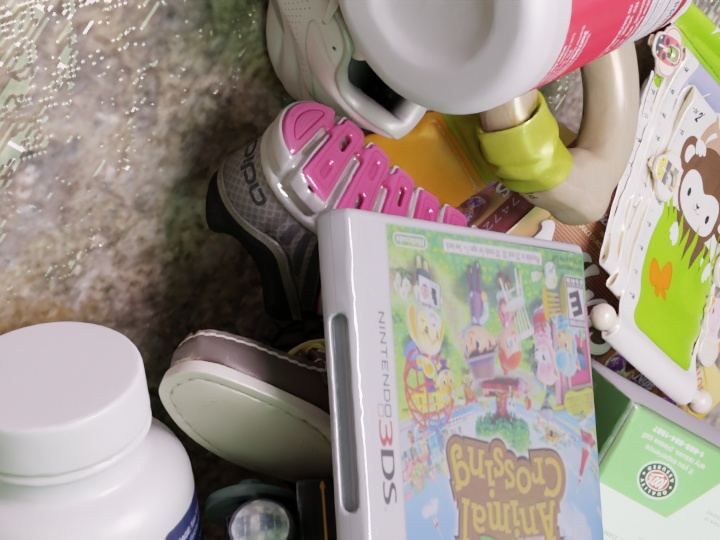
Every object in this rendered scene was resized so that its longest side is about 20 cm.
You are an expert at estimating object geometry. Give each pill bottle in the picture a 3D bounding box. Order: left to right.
[{"bbox_3d":[-0.134,0.132,1.412,0.119,0.120,0.201,-22,125,-24],"label":"pill bottle"},{"bbox_3d":[0.088,-0.148,1.338,0.200,0.112,0.113,-28,131,-48],"label":"pill bottle"}]

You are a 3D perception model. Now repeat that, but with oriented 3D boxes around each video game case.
[{"bbox_3d":[0.051,0.070,1.385,0.200,0.022,0.183,8,76,-54],"label":"video game case"}]

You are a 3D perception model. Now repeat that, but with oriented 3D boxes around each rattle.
[{"bbox_3d":[0.073,-0.120,1.485,0.130,0.143,0.201,20,66,-34],"label":"rattle"}]

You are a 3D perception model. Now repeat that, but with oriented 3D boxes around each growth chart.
[{"bbox_3d":[0.170,-0.035,1.553,0.144,0.018,0.201,25,75,-52],"label":"growth chart"}]

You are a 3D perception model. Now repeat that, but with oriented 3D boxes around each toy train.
[{"bbox_3d":[-0.012,0.161,1.446,0.113,0.086,0.200,-5,151,3],"label":"toy train"}]

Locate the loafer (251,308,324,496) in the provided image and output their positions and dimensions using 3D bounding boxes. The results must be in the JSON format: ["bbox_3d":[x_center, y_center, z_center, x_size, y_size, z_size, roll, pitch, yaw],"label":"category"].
[{"bbox_3d":[-0.005,0.089,1.525,0.073,0.071,0.201,-13,117,11],"label":"loafer"}]

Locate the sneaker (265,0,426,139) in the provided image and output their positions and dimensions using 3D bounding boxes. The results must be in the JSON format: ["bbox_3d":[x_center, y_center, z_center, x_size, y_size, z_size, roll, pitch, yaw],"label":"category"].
[{"bbox_3d":[-0.011,-0.144,1.362,0.078,0.099,0.200,-38,130,-12],"label":"sneaker"}]

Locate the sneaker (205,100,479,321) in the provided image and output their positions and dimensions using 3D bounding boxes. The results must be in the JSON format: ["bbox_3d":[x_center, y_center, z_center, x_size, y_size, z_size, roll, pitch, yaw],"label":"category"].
[{"bbox_3d":[0.000,0.000,1.435,0.200,0.087,0.074,43,45,-31],"label":"sneaker"}]

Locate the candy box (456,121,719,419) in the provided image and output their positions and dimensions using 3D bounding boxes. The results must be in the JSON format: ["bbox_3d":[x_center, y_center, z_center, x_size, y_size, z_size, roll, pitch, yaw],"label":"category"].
[{"bbox_3d":[0.107,0.029,1.568,0.117,0.056,0.200,-41,132,-11],"label":"candy box"}]

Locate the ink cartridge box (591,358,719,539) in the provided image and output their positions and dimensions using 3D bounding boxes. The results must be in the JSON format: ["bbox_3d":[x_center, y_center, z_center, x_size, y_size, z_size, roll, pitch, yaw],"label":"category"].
[{"bbox_3d":[0.133,0.171,1.546,0.146,0.084,0.201,29,96,-22],"label":"ink cartridge box"}]

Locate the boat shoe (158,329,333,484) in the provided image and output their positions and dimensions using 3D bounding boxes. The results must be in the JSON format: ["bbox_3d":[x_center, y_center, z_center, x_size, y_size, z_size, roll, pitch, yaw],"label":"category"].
[{"bbox_3d":[-0.013,0.069,1.419,0.199,0.072,0.060,28,58,-33],"label":"boat shoe"}]
